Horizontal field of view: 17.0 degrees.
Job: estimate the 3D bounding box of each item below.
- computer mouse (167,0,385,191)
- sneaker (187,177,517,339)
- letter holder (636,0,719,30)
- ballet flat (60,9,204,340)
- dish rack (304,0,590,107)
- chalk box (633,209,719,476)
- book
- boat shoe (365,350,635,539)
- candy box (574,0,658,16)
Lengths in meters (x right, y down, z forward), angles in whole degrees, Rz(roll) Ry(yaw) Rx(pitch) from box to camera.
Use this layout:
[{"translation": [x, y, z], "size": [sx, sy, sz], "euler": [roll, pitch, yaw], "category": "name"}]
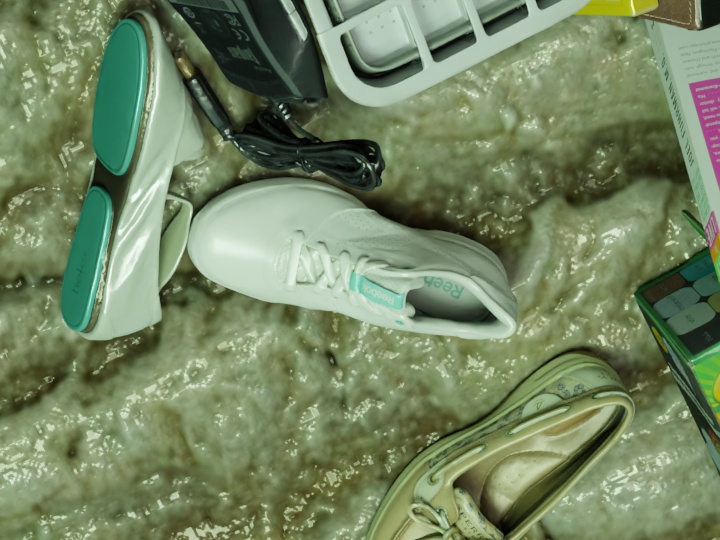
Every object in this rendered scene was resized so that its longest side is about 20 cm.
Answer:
[{"translation": [-0.066, -0.130, 1.328], "size": [0.046, 0.140, 0.200], "euler": [-50, 122, -20], "category": "computer mouse"}, {"translation": [0.000, 0.000, 1.404], "size": [0.199, 0.089, 0.076], "euler": [11, 108, -13], "category": "sneaker"}, {"translation": [0.167, -0.253, 1.354], "size": [0.100, 0.142, 0.201], "euler": [-23, 118, -36], "category": "letter holder"}, {"translation": [-0.124, -0.054, 1.383], "size": [0.069, 0.069, 0.201], "euler": [8, 111, -13], "category": "ballet flat"}, {"translation": [0.030, -0.205, 1.277], "size": [0.171, 0.044, 0.201], "euler": [-27, 116, -12], "category": "dish rack"}, {"translation": [0.253, 0.048, 1.447], "size": [0.124, 0.125, 0.200], "euler": [-28, 112, 0], "category": "chalk box"}, {"translation": [0.250, -0.079, 1.381], "size": [0.133, 0.201, 0.048], "euler": [-8, 154, -7], "category": "book"}, {"translation": [0.083, 0.130, 1.476], "size": [0.200, 0.063, 0.073], "euler": [-45, 111, 7], "category": "boat shoe"}, {"translation": [0.107, -0.240, 1.331], "size": [0.026, 0.102, 0.201], "euler": [-24, 110, -38], "category": "candy box"}]
